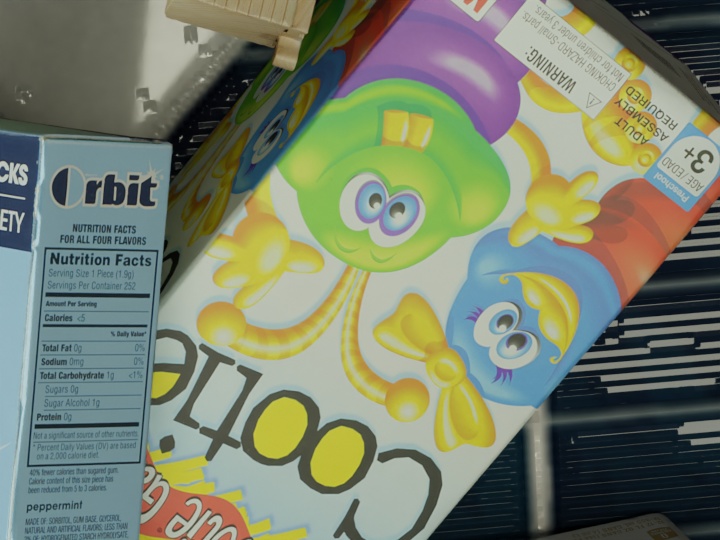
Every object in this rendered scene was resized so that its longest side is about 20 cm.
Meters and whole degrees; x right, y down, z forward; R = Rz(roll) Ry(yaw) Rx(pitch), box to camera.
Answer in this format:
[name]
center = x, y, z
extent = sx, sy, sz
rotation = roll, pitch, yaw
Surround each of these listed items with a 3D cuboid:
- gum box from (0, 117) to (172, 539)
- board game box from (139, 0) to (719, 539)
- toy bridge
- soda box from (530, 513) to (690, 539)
[gum box]
center = -0.126, 0.056, 0.805
extent = 0.044, 0.170, 0.200
rotation = 2, 96, -41
[board game box]
center = 0.000, 0.000, 0.847
extent = 0.103, 0.105, 0.200
rotation = 37, 100, -14
[toy bridge]
center = 0.002, -0.148, 0.799
extent = 0.067, 0.027, 0.200
rotation = 15, 79, -10
[soda box]
center = 0.013, 0.130, 0.891
extent = 0.200, 0.068, 0.064
rotation = -10, 108, -12
